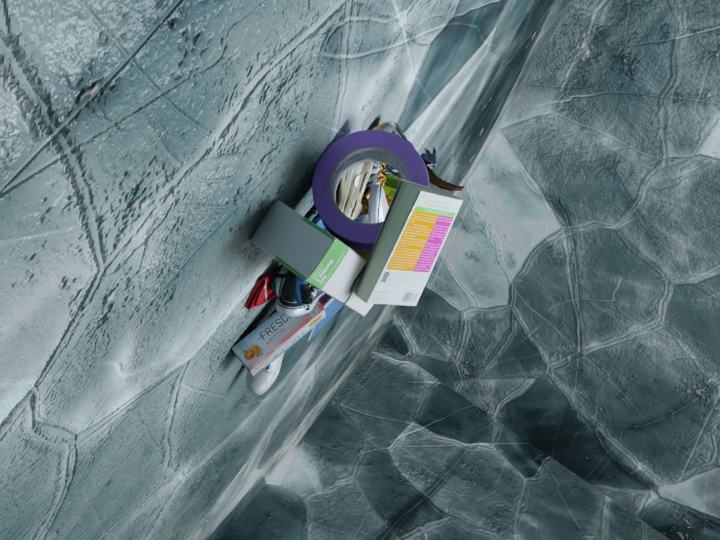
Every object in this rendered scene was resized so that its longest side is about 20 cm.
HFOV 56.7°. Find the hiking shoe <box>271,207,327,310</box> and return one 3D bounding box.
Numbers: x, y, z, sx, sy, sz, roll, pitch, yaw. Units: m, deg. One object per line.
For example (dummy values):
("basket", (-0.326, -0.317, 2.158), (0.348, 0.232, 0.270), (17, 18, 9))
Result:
("hiking shoe", (-0.090, -0.028, 1.267), (0.074, 0.086, 0.201), (80, 34, -76))

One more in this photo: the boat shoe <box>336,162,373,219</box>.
("boat shoe", (-0.017, -0.128, 1.277), (0.072, 0.064, 0.201), (-96, -166, -55))

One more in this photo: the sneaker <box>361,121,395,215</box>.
("sneaker", (0.021, -0.202, 1.328), (0.201, 0.077, 0.078), (-61, 168, 13))

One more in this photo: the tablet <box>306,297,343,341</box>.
("tablet", (-0.060, 0.078, 1.618), (0.200, 0.014, 0.130), (-44, 166, -42))

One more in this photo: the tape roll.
("tape roll", (0.018, -0.137, 1.151), (0.201, 0.199, 0.066), (-55, 170, -8))

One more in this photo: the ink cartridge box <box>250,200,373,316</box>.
("ink cartridge box", (-0.062, -0.016, 1.106), (0.085, 0.146, 0.200), (-55, 145, -2))

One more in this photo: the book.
("book", (0.083, -0.037, 1.091), (0.133, 0.048, 0.201), (7, 112, -47))

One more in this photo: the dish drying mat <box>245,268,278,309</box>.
("dish drying mat", (-0.160, 0.022, 1.320), (0.077, 0.018, 0.200), (-62, 169, 21))

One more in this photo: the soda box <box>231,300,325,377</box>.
("soda box", (-0.165, 0.127, 1.372), (0.200, 0.064, 0.068), (-39, 165, -15))

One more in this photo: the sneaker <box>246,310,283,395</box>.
("sneaker", (-0.202, 0.173, 1.464), (0.116, 0.073, 0.201), (79, 35, -74))

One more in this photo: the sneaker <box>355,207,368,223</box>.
("sneaker", (0.038, -0.098, 1.410), (0.077, 0.200, 0.076), (-49, -165, 12))

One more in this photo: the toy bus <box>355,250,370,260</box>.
("toy bus", (0.000, 0.000, 1.393), (0.200, 0.065, 0.079), (-66, 165, -73))

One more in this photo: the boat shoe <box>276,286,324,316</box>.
("boat shoe", (-0.098, 0.011, 1.322), (0.200, 0.070, 0.091), (-39, 146, -51))

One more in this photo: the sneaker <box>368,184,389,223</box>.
("sneaker", (0.059, -0.084, 1.313), (0.073, 0.070, 0.201), (-80, 163, -48))

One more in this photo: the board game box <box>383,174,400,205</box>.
("board game box", (0.081, -0.172, 1.474), (0.200, 0.101, 0.048), (-34, 141, -69))

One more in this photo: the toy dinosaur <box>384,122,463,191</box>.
("toy dinosaur", (0.097, -0.204, 1.399), (0.105, 0.200, 0.181), (-39, -178, -9))

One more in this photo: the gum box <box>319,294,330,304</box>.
("gum box", (-0.034, -0.002, 1.712), (0.200, 0.066, 0.114), (-47, 166, -42))
